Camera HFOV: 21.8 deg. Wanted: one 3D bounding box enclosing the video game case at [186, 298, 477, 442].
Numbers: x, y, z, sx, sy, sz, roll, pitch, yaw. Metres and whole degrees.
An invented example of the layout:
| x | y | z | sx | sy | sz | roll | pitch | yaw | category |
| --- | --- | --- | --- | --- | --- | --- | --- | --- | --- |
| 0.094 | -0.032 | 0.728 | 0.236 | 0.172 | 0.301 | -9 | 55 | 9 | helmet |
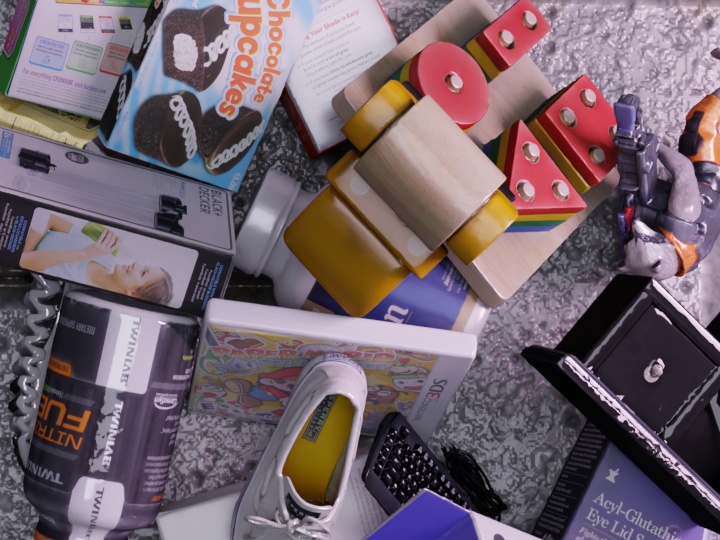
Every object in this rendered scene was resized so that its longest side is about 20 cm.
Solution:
| x | y | z | sx | sy | sz | roll | pitch | yaw | category |
| --- | --- | --- | --- | --- | --- | --- | --- | --- | --- |
| -0.027 | 0.080 | 1.416 | 0.198 | 0.182 | 0.023 | 8 | 63 | -6 | video game case |

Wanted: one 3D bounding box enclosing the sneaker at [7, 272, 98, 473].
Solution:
| x | y | z | sx | sy | sz | roll | pitch | yaw | category |
| --- | --- | --- | --- | --- | --- | --- | --- | --- | --- |
| -0.228 | 0.060 | 1.447 | 0.080 | 0.075 | 0.202 | 9 | 87 | -15 | sneaker |

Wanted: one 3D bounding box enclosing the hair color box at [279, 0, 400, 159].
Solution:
| x | y | z | sx | sy | sz | roll | pitch | yaw | category |
| --- | --- | --- | --- | --- | --- | --- | --- | --- | --- |
| -0.038 | -0.201 | 1.485 | 0.101 | 0.061 | 0.201 | -26 | 92 | -8 | hair color box |

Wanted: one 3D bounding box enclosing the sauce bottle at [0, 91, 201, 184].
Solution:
| x | y | z | sx | sy | sz | roll | pitch | yaw | category |
| --- | --- | --- | --- | --- | --- | --- | --- | --- | --- |
| -0.220 | -0.097 | 1.457 | 0.198 | 0.066 | 0.067 | 22 | 85 | -10 | sauce bottle |

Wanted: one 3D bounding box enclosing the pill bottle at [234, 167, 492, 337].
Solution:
| x | y | z | sx | sy | sz | roll | pitch | yaw | category |
| --- | --- | --- | --- | --- | --- | --- | --- | --- | --- |
| 0.000 | 0.000 | 1.454 | 0.199 | 0.111 | 0.112 | 26 | 84 | -5 | pill bottle |

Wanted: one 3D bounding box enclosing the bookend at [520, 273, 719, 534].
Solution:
| x | y | z | sx | sy | sz | roll | pitch | yaw | category |
| --- | --- | --- | --- | --- | --- | --- | --- | --- | --- |
| 0.262 | 0.058 | 1.379 | 0.199 | 0.092 | 0.200 | 44 | 83 | -10 | bookend |

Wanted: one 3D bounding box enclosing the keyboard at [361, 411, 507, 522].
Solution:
| x | y | z | sx | sy | sz | roll | pitch | yaw | category |
| --- | --- | --- | --- | --- | --- | --- | --- | --- | --- |
| 0.076 | 0.183 | 1.438 | 0.200 | 0.039 | 0.105 | 53 | 40 | -32 | keyboard |

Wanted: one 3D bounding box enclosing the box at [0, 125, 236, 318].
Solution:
| x | y | z | sx | sy | sz | roll | pitch | yaw | category |
| --- | --- | --- | --- | --- | --- | --- | --- | --- | --- |
| -0.195 | -0.037 | 1.387 | 0.198 | 0.117 | 0.061 | 16 | 113 | -13 | box |

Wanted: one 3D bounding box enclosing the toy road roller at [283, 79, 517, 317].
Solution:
| x | y | z | sx | sy | sz | roll | pitch | yaw | category |
| --- | --- | --- | --- | --- | --- | --- | --- | --- | --- |
| 0.021 | -0.040 | 1.291 | 0.146 | 0.200 | 0.123 | -44 | 90 | 3 | toy road roller |

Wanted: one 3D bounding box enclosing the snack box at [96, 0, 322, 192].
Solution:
| x | y | z | sx | sy | sz | roll | pitch | yaw | category |
| --- | --- | --- | --- | --- | --- | --- | --- | --- | --- |
| -0.107 | -0.170 | 1.408 | 0.115 | 0.037 | 0.201 | 18 | 104 | -30 | snack box |

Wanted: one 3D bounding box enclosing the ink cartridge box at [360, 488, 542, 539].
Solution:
| x | y | z | sx | sy | sz | roll | pitch | yaw | category |
| --- | --- | --- | --- | --- | --- | --- | --- | --- | --- |
| 0.060 | 0.259 | 1.393 | 0.199 | 0.044 | 0.198 | 27 | 126 | -30 | ink cartridge box |

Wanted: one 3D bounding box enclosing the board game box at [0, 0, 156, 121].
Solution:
| x | y | z | sx | sy | sz | roll | pitch | yaw | category |
| --- | --- | --- | --- | --- | --- | --- | --- | --- | --- |
| -0.173 | -0.212 | 1.405 | 0.152 | 0.040 | 0.202 | 13 | 106 | -30 | board game box |

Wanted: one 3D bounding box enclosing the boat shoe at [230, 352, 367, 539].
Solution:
| x | y | z | sx | sy | sz | roll | pitch | yaw | category |
| --- | --- | --- | --- | --- | --- | --- | --- | --- | --- |
| -0.042 | 0.165 | 1.341 | 0.074 | 0.086 | 0.203 | 21 | 108 | -9 | boat shoe |

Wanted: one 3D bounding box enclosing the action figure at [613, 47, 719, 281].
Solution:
| x | y | z | sx | sy | sz | roll | pitch | yaw | category |
| --- | --- | --- | --- | --- | --- | --- | --- | --- | --- |
| 0.260 | -0.077 | 1.453 | 0.104 | 0.200 | 0.194 | 24 | 68 | 28 | action figure |

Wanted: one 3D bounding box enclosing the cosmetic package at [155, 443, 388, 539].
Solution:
| x | y | z | sx | sy | sz | roll | pitch | yaw | category |
| --- | --- | --- | --- | --- | --- | --- | --- | --- | --- |
| -0.053 | 0.209 | 1.451 | 0.198 | 0.085 | 0.109 | -14 | 90 | -7 | cosmetic package |

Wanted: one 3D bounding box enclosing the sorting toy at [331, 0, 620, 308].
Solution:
| x | y | z | sx | sy | sz | roll | pitch | yaw | category |
| --- | --- | --- | --- | --- | --- | --- | --- | --- | --- |
| 0.109 | -0.110 | 1.442 | 0.201 | 0.069 | 0.199 | 52 | 48 | -4 | sorting toy |

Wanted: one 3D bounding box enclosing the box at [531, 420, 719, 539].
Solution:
| x | y | z | sx | sy | sz | roll | pitch | yaw | category |
| --- | --- | --- | --- | --- | --- | --- | --- | --- | --- |
| 0.244 | 0.169 | 1.481 | 0.147 | 0.104 | 0.201 | 26 | 85 | -5 | box |

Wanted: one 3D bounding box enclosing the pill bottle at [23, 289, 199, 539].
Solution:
| x | y | z | sx | sy | sz | roll | pitch | yaw | category |
| --- | --- | --- | --- | --- | --- | --- | --- | --- | --- |
| -0.189 | 0.122 | 1.386 | 0.105 | 0.106 | 0.202 | 12 | 92 | -6 | pill bottle |
